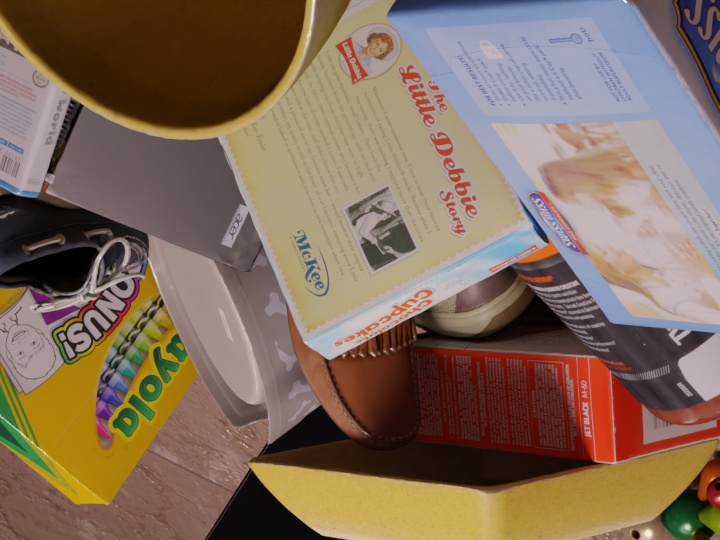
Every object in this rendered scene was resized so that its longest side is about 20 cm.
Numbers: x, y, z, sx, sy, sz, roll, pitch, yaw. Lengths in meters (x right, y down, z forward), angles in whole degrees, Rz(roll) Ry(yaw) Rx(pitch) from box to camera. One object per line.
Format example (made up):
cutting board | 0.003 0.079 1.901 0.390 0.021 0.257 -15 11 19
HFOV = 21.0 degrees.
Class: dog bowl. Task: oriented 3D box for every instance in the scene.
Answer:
dog bowl | -0.079 0.012 1.230 0.200 0.058 0.200 56 162 29

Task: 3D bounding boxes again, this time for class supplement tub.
supplement tub | 0.127 -0.022 0.954 0.200 0.107 0.107 44 153 -23

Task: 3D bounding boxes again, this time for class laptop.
laptop | -0.118 -0.127 1.023 0.200 0.178 0.103 36 -164 34

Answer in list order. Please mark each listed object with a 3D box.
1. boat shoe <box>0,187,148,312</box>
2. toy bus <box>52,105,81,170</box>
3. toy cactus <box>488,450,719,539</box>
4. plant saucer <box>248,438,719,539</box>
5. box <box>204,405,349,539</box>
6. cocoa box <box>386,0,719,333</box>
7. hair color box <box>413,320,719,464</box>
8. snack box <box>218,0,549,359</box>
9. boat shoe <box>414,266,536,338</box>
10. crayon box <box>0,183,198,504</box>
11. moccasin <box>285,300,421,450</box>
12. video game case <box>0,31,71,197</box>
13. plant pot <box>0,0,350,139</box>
boat shoe | -0.180 -0.011 1.170 0.062 0.075 0.200 64 -168 14
toy bus | -0.232 -0.146 1.161 0.192 0.136 0.200 54 144 3
toy cactus | 0.175 0.155 1.251 0.199 0.103 0.165 1 150 37
plant saucer | 0.071 0.125 1.112 0.199 0.049 0.200 -5 -176 -43
box | -0.030 0.144 1.334 0.079 0.200 0.141 32 156 4
cocoa box | 0.134 -0.083 0.802 0.133 0.131 0.200 4 142 48
hair color box | 0.108 0.067 1.123 0.200 0.111 0.064 3 98 50
snack box | -0.007 -0.074 0.894 0.201 0.116 0.037 67 -169 21
boat shoe | 0.023 -0.003 1.168 0.200 0.072 0.066 4 129 53
crayon box | -0.189 0.029 1.318 0.172 0.200 0.058 42 155 -18
moccasin | 0.001 0.000 1.089 0.073 0.202 0.078 -1 170 -31
video game case | -0.186 -0.156 0.998 0.143 0.201 0.018 27 -167 33
plant pot | -0.064 -0.177 0.832 0.199 0.142 0.201 20 131 25
